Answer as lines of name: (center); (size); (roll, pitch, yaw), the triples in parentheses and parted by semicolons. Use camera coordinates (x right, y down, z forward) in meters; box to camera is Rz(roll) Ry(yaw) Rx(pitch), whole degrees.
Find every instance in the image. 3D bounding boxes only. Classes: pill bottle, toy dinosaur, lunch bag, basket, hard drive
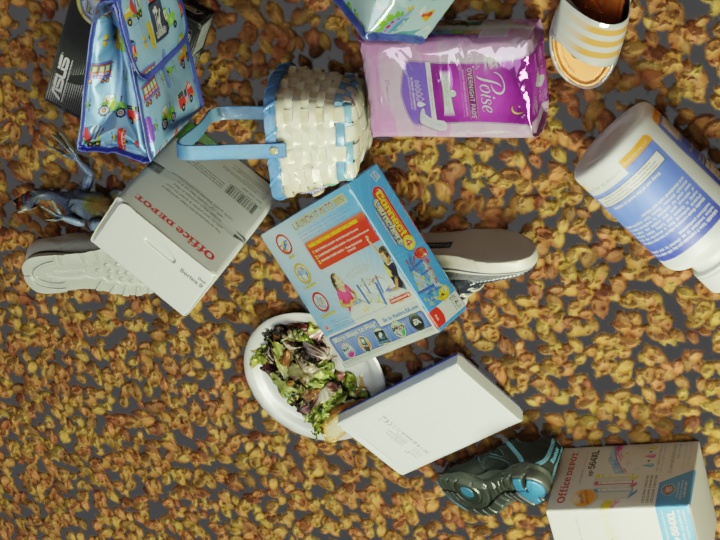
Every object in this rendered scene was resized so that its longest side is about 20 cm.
pill bottle: (0.332, -0.072, 1.408); (0.200, 0.112, 0.112); (43, 125, -7)
toy dinosaur: (-0.353, -0.068, 1.699); (0.181, 0.105, 0.200); (0, 135, 45)
lunch bag: (-0.244, -0.244, 1.450); (0.093, 0.151, 0.201); (11, 124, 14)
lunch bag: (0.024, -0.358, 1.345); (0.170, 0.127, 0.201); (-48, 64, 31)
basket: (-0.092, -0.155, 1.486); (0.198, 0.177, 0.140); (4, 113, 9)
hard drive: (0.087, 0.186, 1.692); (0.199, 0.025, 0.132); (-30, 123, 32)

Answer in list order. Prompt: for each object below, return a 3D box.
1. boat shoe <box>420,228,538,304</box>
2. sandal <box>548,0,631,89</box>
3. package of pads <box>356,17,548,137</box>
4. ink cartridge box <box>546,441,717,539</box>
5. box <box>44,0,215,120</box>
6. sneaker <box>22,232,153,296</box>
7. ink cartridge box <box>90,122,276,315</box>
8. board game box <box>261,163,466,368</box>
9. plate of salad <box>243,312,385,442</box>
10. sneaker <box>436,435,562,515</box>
boat shoe: (0.121, 0.007, 1.570); (0.199, 0.075, 0.093); (3, 125, 30)
sandal: (0.239, -0.276, 1.353); (0.079, 0.059, 0.208); (19, 125, 10)
package of pads: (0.100, -0.206, 1.440); (0.198, 0.076, 0.121); (3, 123, 20)
ink cartridge box: (0.321, 0.300, 1.629); (0.199, 0.129, 0.126); (-7, 117, 24)
box: (-0.277, -0.253, 1.578); (0.159, 0.044, 0.201); (28, 126, 2)
sneaker: (-0.336, -0.018, 1.732); (0.198, 0.081, 0.077); (4, 120, -4)
ink cartridge box: (-0.204, -0.064, 1.568); (0.146, 0.200, 0.084); (39, 127, -4)
board game box: (0.000, 0.000, 1.560); (0.200, 0.056, 0.197); (-25, 99, 52)
plate of salad: (-0.064, 0.146, 1.736); (0.199, 0.048, 0.201); (10, 123, 16)
sneaker: (0.180, 0.260, 1.700); (0.199, 0.082, 0.073); (-15, 123, 49)
